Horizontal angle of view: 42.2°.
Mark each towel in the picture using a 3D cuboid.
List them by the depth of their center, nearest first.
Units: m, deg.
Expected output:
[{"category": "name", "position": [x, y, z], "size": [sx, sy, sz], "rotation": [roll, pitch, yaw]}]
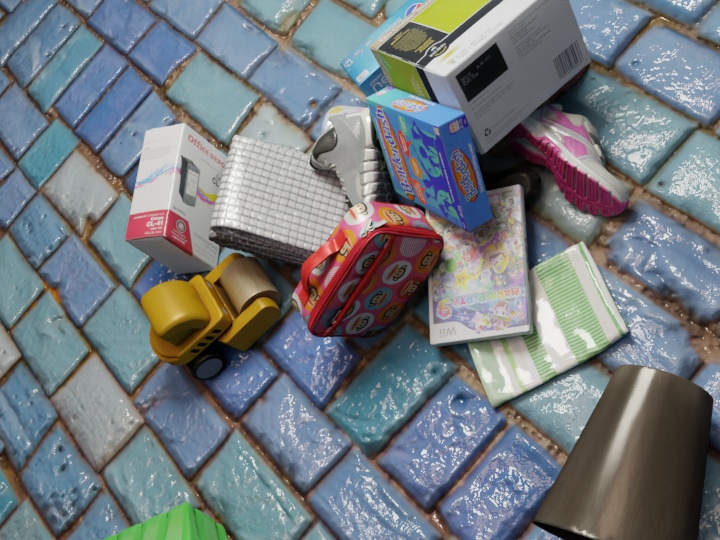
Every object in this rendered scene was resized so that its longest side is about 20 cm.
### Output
[{"category": "towel", "position": [0.230, 0.067, 1.213], "size": [0.199, 0.023, 0.153], "rotation": [-29, 58, 15]}, {"category": "towel", "position": [-0.115, -0.097, 1.397], "size": [0.199, 0.086, 0.167], "rotation": [15, 63, -9]}]

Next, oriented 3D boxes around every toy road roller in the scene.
[{"category": "toy road roller", "position": [-0.233, 0.058, 1.399], "size": [0.200, 0.146, 0.123], "rotation": [-42, 55, 7]}]

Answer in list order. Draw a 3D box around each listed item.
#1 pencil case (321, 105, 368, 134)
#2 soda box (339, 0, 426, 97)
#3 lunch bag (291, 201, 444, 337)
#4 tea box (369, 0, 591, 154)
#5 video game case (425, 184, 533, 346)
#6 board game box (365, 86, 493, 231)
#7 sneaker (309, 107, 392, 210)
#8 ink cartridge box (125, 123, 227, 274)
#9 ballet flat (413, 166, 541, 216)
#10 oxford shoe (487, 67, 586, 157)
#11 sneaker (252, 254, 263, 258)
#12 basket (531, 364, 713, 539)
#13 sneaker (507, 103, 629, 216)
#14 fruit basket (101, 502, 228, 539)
[{"category": "pencil case", "position": [0.039, -0.207, 1.405], "size": [0.199, 0.083, 0.091], "rotation": [4, 88, 31]}, {"category": "soda box", "position": [0.071, -0.347, 1.417], "size": [0.200, 0.068, 0.064], "rotation": [-41, 55, 8]}, {"category": "lunch bag", "position": [0.000, 0.000, 1.251], "size": [0.200, 0.175, 0.082], "rotation": [-57, 49, 28]}, {"category": "tea box", "position": [0.156, -0.288, 1.243], "size": [0.200, 0.134, 0.197], "rotation": [-40, 37, -8]}, {"category": "video game case", "position": [0.156, -0.006, 1.250], "size": [0.142, 0.018, 0.201], "rotation": [-11, 71, 29]}, {"category": "board game box", "position": [0.089, -0.153, 1.244], "size": [0.045, 0.153, 0.200], "rotation": [-28, 29, -15]}, {"category": "sneaker", "position": [-0.019, -0.133, 1.361], "size": [0.115, 0.075, 0.202], "rotation": [1, 92, 24]}, {"category": "ink cartridge box", "position": [-0.289, -0.113, 1.508], "size": [0.085, 0.148, 0.201], "rotation": [-4, 67, 27]}, {"category": "ballet flat", "position": [0.162, -0.095, 1.318], "size": [0.199, 0.057, 0.067], "rotation": [-15, 87, 29]}, {"category": "oxford shoe", "position": [0.236, -0.251, 1.321], "size": [0.070, 0.075, 0.200], "rotation": [36, 88, 36]}, {"category": "sneaker", "position": [-0.176, -0.099, 1.494], "size": [0.092, 0.076, 0.201], "rotation": [-28, 53, 31]}, {"category": "basket", "position": [0.307, 0.218, 1.040], "size": [0.179, 0.136, 0.201], "rotation": [14, 72, 29]}, {"category": "sneaker", "position": [0.290, -0.158, 1.245], "size": [0.088, 0.081, 0.200], "rotation": [-35, 67, -14]}, {"category": "fruit basket", "position": [-0.274, 0.436, 1.245], "size": [0.215, 0.156, 0.217], "rotation": [-21, 45, 22]}]
